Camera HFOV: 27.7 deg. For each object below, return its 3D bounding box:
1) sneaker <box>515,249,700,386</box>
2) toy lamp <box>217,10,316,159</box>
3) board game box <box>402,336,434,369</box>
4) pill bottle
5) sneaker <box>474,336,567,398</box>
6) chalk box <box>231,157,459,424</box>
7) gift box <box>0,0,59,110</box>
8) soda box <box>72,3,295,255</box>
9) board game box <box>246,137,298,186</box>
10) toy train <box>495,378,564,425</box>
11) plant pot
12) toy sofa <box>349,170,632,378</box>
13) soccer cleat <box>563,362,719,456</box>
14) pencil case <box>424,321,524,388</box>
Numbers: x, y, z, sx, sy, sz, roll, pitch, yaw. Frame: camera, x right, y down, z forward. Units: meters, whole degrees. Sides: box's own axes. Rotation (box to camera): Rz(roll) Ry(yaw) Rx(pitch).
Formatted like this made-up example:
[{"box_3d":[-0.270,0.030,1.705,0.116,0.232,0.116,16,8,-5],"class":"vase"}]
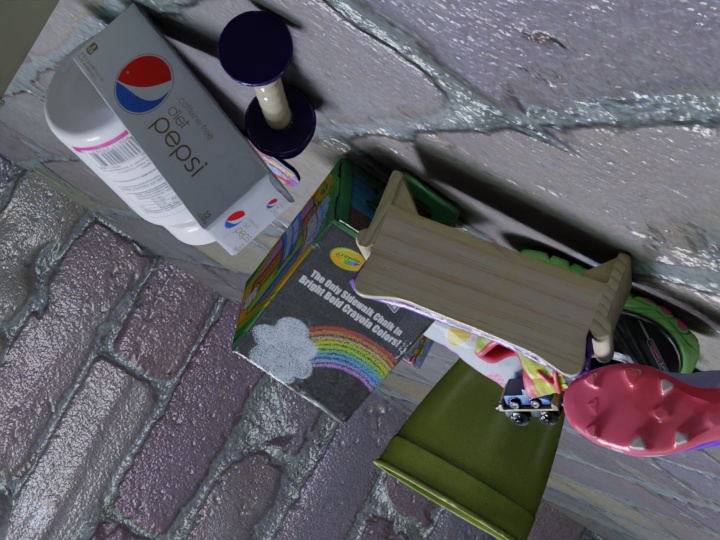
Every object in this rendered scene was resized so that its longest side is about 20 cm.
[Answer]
[{"box_3d":[0.165,0.044,1.142,0.198,0.084,0.077,25,170,34],"class":"sneaker"},{"box_3d":[-0.064,-0.124,1.054,0.058,0.059,0.200,29,173,8],"class":"toy lamp"},{"box_3d":[0.013,0.046,1.787,0.198,0.062,0.200,31,172,-7],"class":"board game box"},{"box_3d":[-0.182,-0.112,1.301,0.113,0.114,0.200,24,165,35],"class":"pill bottle"},{"box_3d":[0.182,0.077,1.255,0.198,0.091,0.078,23,167,37],"class":"sneaker"},{"box_3d":[0.000,0.000,1.220,0.124,0.200,0.124,34,-156,-15],"class":"chalk box"},{"box_3d":[-0.329,-0.191,1.119,0.199,0.188,0.184,34,167,-20],"class":"gift box"},{"box_3d":[-0.138,-0.111,1.133,0.201,0.068,0.064,51,-179,24],"class":"soda box"},{"box_3d":[-0.154,-0.122,1.447,0.199,0.039,0.157,35,171,-31],"class":"board game box"},{"box_3d":[0.210,0.110,1.294,0.197,0.034,0.046,-6,130,27],"class":"toy train"},{"box_3d":[0.146,0.185,1.669,0.199,0.195,0.200,29,171,5],"class":"plant pot"},{"box_3d":[0.096,0.012,1.077,0.198,0.099,0.083,20,169,16],"class":"toy sofa"},{"box_3d":[0.247,0.099,1.052,0.197,0.068,0.076,-5,171,25],"class":"soccer cleat"},{"box_3d":[0.102,0.041,1.359,0.199,0.084,0.091,33,-168,-9],"class":"pencil case"}]
